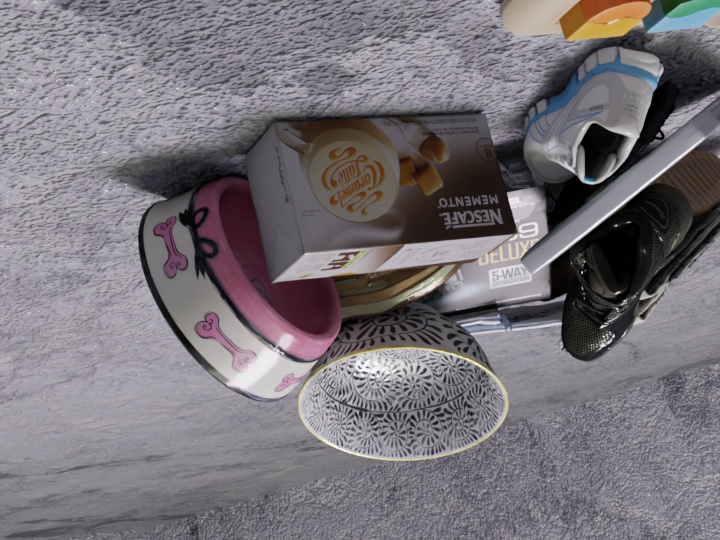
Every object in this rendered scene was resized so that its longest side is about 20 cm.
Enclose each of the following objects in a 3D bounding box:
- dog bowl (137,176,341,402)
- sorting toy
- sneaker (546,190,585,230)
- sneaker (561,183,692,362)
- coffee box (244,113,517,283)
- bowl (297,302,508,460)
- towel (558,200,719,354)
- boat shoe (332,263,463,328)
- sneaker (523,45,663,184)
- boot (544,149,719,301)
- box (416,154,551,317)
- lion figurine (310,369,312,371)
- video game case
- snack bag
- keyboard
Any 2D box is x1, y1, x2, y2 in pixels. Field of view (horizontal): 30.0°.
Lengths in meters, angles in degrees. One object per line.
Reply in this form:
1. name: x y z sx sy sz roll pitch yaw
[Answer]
1. dog bowl: -0.094 0.007 1.145 0.074 0.201 0.200 -33 159 22
2. sorting toy: 0.219 -0.203 0.904 0.198 0.037 0.185 -5 164 -26
3. sneaker: 0.161 -0.050 1.397 0.199 0.079 0.089 -7 152 -37
4. sneaker: 0.220 0.015 1.233 0.114 0.076 0.200 -26 153 -44
5. coffee box: 0.017 -0.061 1.114 0.198 0.115 0.080 -5 163 -27
6. bowl: 0.040 0.091 1.281 0.198 0.095 0.202 0 144 0
7. towel: 0.311 0.004 1.407 0.192 0.035 0.200 -40 176 -25
8. boat shoe: 0.000 0.000 1.223 0.199 0.077 0.072 -25 -162 25
9. sneaker: 0.182 -0.105 1.116 0.074 0.087 0.200 13 159 -8
10. boot: 0.277 -0.047 1.408 0.199 0.073 0.166 -28 170 -29
11. box: 0.082 -0.024 1.296 0.198 0.050 0.159 -10 137 0
12. lion figurine: -0.097 0.037 1.305 0.072 0.200 0.123 -44 -176 4
13. video game case: 0.245 -0.084 1.187 0.200 0.022 0.182 -42 175 33
14. snack bag: 0.143 0.048 1.414 0.198 0.022 0.189 -7 -178 5
15. keyboard: 0.233 -0.101 1.183 0.039 0.105 0.200 32 157 -5
